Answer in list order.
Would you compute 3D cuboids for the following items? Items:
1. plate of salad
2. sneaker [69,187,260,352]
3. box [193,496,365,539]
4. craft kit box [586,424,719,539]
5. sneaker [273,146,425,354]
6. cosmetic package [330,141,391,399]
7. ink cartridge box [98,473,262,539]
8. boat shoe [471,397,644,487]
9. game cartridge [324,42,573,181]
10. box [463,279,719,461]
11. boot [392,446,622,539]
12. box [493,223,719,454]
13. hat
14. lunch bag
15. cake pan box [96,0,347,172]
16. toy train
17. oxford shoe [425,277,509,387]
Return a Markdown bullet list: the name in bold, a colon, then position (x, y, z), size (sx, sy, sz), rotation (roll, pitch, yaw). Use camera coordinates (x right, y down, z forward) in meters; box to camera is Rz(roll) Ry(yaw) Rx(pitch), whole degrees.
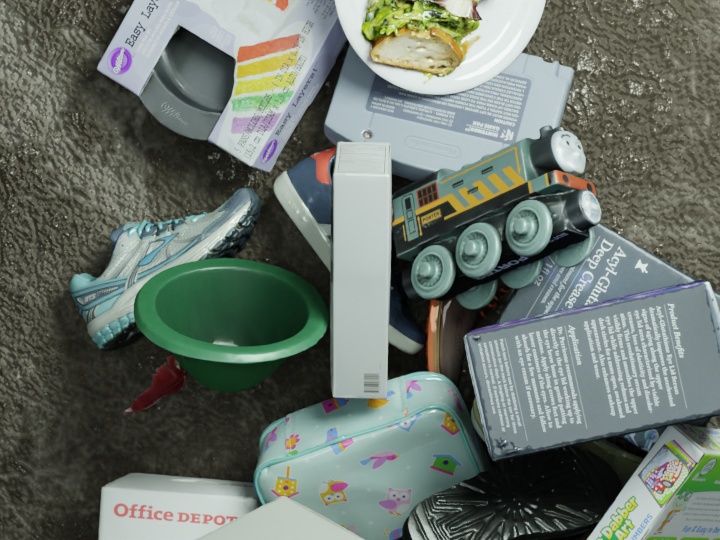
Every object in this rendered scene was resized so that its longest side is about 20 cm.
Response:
- **plate of salad**: position (0.074, -0.249, 1.681), size (0.199, 0.048, 0.201), rotation (-4, 102, -19)
- **sneaker**: position (-0.180, -0.018, 1.776), size (0.200, 0.078, 0.086), rotation (-39, 81, 6)
- **box**: position (-0.056, 0.313, 1.655), size (0.128, 0.109, 0.201), rotation (22, 127, 48)
- **craft kit box**: position (0.258, 0.221, 1.643), size (0.049, 0.200, 0.198), rotation (45, 107, 30)
- **sneaker**: position (0.010, -0.023, 1.748), size (0.084, 0.075, 0.200), rotation (-37, 87, 8)
- **cosmetic package**: position (0.000, 0.000, 1.653), size (0.050, 0.083, 0.201), rotation (2, 112, 3)
- **ink cartridge box**: position (-0.161, 0.290, 1.772), size (0.146, 0.084, 0.201), rotation (3, 92, 8)
- **boat shoe**: position (0.180, 0.166, 1.717), size (0.200, 0.068, 0.075), rotation (32, 73, 1)
- **game cartridge**: position (0.075, -0.139, 1.733), size (0.199, 0.041, 0.133), rotation (14, 65, 8)
- **box**: position (0.194, 0.078, 1.580), size (0.199, 0.148, 0.105), rotation (-13, 88, 7)
- **boot**: position (0.105, 0.227, 1.656), size (0.211, 0.158, 0.080), rotation (-12, 60, -22)
- **box**: position (0.225, 0.056, 1.703), size (0.200, 0.107, 0.149), rotation (30, 94, 6)
- **hat**: position (-0.117, 0.100, 1.705), size (0.165, 0.200, 0.177), rotation (0, 118, -9)
- **lunch bag**: position (0.012, 0.186, 1.729), size (0.200, 0.077, 0.161), rotation (-20, 119, 11)
- **cake pan box**: position (-0.115, -0.211, 1.761), size (0.184, 0.052, 0.200), rotation (34, 97, 19)
- **toy train**: position (0.110, -0.043, 1.640), size (0.200, 0.085, 0.114), rotation (-25, 65, 38)
- **oxford shoe**: position (0.100, 0.017, 1.739), size (0.072, 0.071, 0.201), rotation (11, 92, 4)
